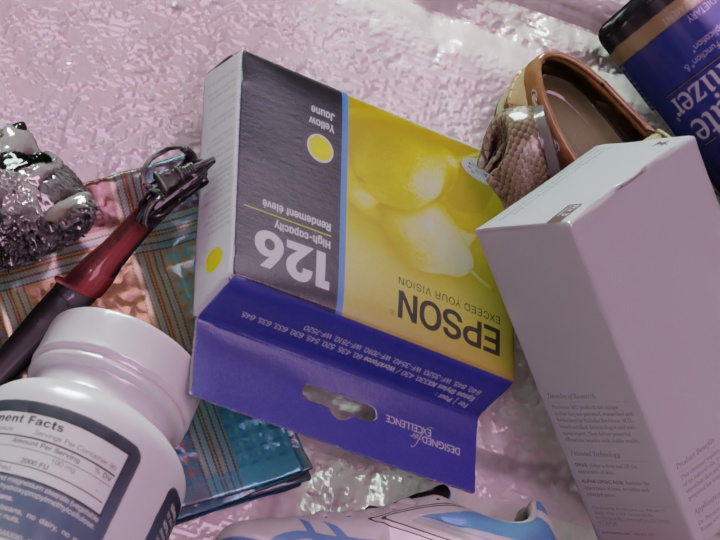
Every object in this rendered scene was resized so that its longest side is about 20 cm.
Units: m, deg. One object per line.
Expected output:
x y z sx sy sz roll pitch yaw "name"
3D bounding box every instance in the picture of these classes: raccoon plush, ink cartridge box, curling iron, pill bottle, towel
-0.218 0.016 1.329 0.133 0.097 0.201 12 102 -12 "raccoon plush"
0.000 0.000 1.366 0.197 0.047 0.201 21 53 -32 "ink cartridge box"
-0.153 0.005 1.331 0.200 0.050 0.026 -45 73 10 "curling iron"
0.243 -0.097 1.482 0.112 0.112 0.200 -37 89 -22 "pill bottle"
-0.157 0.125 1.267 0.119 0.120 0.201 29 57 -8 "pill bottle"
-0.124 0.045 1.379 0.146 0.022 0.201 -17 82 -21 "towel"

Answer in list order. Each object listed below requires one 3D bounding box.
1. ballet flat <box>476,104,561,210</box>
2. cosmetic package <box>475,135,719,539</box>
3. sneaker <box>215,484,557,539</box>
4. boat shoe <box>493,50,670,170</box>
0.105 0.005 1.408 0.046 0.067 0.201 -13 102 5 "ballet flat"
0.156 0.039 1.354 0.113 0.081 0.201 -31 105 -36 "cosmetic package"
0.014 0.154 1.373 0.199 0.072 0.073 6 58 -17 "sneaker"
0.155 -0.046 1.428 0.076 0.074 0.200 -39 75 -25 "boat shoe"
